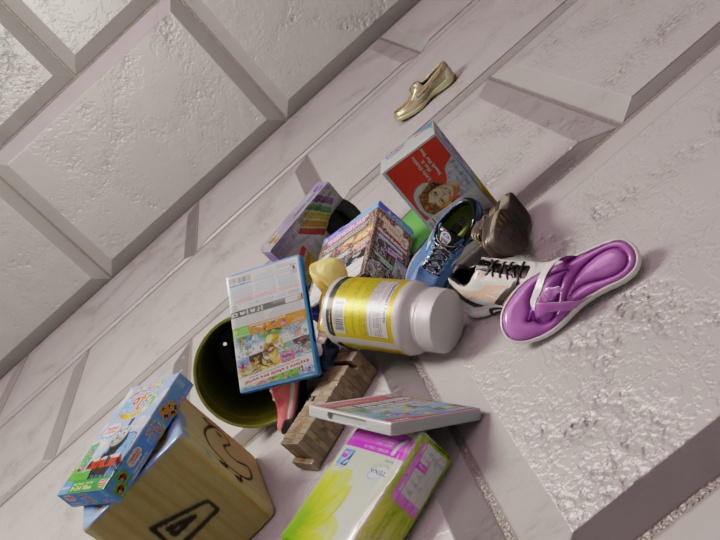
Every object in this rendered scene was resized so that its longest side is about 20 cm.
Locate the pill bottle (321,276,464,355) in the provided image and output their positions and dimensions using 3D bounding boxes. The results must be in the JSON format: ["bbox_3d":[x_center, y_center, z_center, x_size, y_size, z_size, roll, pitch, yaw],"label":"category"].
[{"bbox_3d":[0.049,0.069,1.178,0.200,0.114,0.114,4,48,38],"label":"pill bottle"}]

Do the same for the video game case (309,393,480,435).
[{"bbox_3d":[0.041,0.189,1.027,0.200,0.143,0.018,-4,89,57],"label":"video game case"}]

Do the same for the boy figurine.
[{"bbox_3d":[-0.054,0.078,1.277,0.064,0.201,0.124,3,22,8],"label":"boy figurine"}]

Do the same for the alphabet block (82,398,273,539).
[{"bbox_3d":[-0.282,0.338,1.185,0.196,0.200,0.195,-44,23,-2],"label":"alphabet block"}]

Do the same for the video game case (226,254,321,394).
[{"bbox_3d":[-0.144,0.087,1.256,0.143,0.018,0.201,-16,72,18],"label":"video game case"}]

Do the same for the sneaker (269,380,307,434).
[{"bbox_3d":[-0.134,0.170,1.290,0.086,0.201,0.074,4,-2,8],"label":"sneaker"}]

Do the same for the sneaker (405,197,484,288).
[{"bbox_3d":[0.131,-0.038,1.256,0.200,0.078,0.089,-60,-15,-3],"label":"sneaker"}]

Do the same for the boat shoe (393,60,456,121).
[{"bbox_3d":[0.162,-0.481,2.073,0.200,0.065,0.072,-37,23,14],"label":"boat shoe"}]

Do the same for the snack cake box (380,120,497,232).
[{"bbox_3d":[0.139,-0.141,1.329,0.115,0.200,0.067,-34,23,19],"label":"snack cake box"}]

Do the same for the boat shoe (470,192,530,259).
[{"bbox_3d":[0.217,-0.057,1.206,0.073,0.075,0.200,-37,4,28],"label":"boat shoe"}]

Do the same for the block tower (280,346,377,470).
[{"bbox_3d":[-0.048,0.211,1.206,0.054,0.058,0.200,-12,38,51],"label":"block tower"}]

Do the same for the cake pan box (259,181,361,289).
[{"bbox_3d":[-0.073,-0.051,1.548,0.200,0.184,0.052,-51,28,-20],"label":"cake pan box"}]

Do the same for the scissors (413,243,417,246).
[{"bbox_3d":[0.097,-0.044,1.472,0.200,0.014,0.073,-39,21,14],"label":"scissors"}]

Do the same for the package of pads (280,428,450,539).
[{"bbox_3d":[0.009,0.286,0.965,0.200,0.068,0.154,-53,23,-21],"label":"package of pads"}]

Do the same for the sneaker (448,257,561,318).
[{"bbox_3d":[0.207,0.017,1.099,0.200,0.080,0.074,-16,32,45],"label":"sneaker"}]

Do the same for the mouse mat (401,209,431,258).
[{"bbox_3d":[0.093,-0.067,1.498,0.200,0.008,0.161,-47,23,-6],"label":"mouse mat"}]

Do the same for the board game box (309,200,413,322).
[{"bbox_3d":[0.000,0.000,1.410,0.159,0.097,0.200,-33,29,35],"label":"board game box"}]

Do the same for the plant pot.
[{"bbox_3d":[-0.200,0.162,1.403,0.200,0.200,0.193,-45,10,-4],"label":"plant pot"}]

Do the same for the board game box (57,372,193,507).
[{"bbox_3d":[-0.344,0.249,1.136,0.151,0.037,0.200,-21,30,43],"label":"board game box"}]

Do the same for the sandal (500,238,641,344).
[{"bbox_3d":[0.262,0.018,0.997,0.202,0.050,0.083,-36,60,13],"label":"sandal"}]
